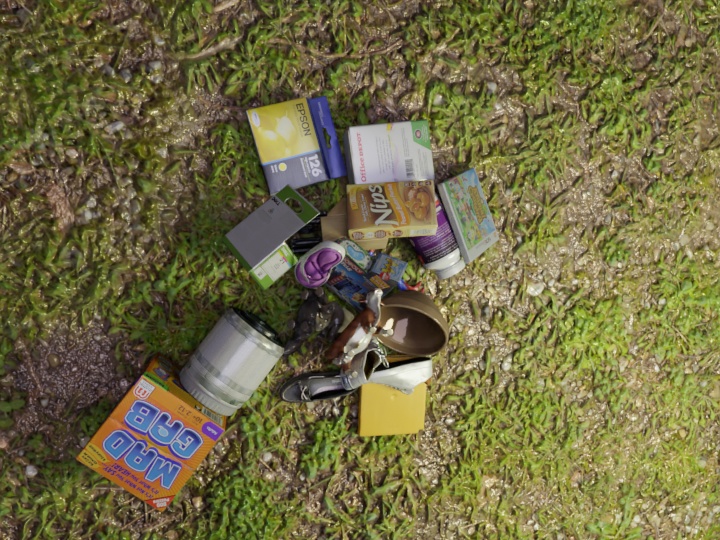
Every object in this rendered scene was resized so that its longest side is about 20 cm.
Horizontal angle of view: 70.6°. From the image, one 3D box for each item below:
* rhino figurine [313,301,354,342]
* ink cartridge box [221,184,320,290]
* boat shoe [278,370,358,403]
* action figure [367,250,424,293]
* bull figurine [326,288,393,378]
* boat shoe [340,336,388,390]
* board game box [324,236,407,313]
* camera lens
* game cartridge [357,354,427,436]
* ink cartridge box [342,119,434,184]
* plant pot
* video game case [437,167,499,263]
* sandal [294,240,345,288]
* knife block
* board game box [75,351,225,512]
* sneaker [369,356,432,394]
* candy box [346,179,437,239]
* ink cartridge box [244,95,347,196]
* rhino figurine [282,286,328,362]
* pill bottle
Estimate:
[{"bbox_3d":[-0.066,0.118,1.168,0.059,0.200,0.088,15,79,22],"label":"rhino figurine"},{"bbox_3d":[-0.189,-0.078,1.139,0.200,0.148,0.076,-41,141,-9],"label":"ink cartridge box"},{"bbox_3d":[-0.098,0.282,1.233,0.198,0.057,0.068,-9,97,-13],"label":"boat shoe"},{"bbox_3d":[0.073,-0.014,1.248,0.199,0.065,0.100,22,106,-14],"label":"action figure"},{"bbox_3d":[0.002,0.135,1.100,0.065,0.121,0.201,36,90,-22],"label":"bull figurine"},{"bbox_3d":[0.026,0.201,1.169,0.085,0.202,0.075,-17,99,23],"label":"boat shoe"},{"bbox_3d":[0.000,0.000,1.155,0.200,0.199,0.062,41,53,-19],"label":"board game box"},{"bbox_3d":[-0.280,0.196,1.131,0.160,0.160,0.201,38,84,-13],"label":"camera lens"},{"bbox_3d":[0.081,0.316,1.294,0.175,0.032,0.202,2,95,-14],"label":"game cartridge"},{"bbox_3d":[0.066,-0.274,1.224,0.198,0.084,0.146,-9,95,-13],"label":"ink cartridge box"},{"bbox_3d":[0.121,0.114,1.234,0.200,0.201,0.093,33,49,-13],"label":"plant pot"},{"bbox_3d":[0.272,-0.141,1.261,0.182,0.022,0.201,-31,102,-48],"label":"video game case"},{"bbox_3d":[-0.099,-0.002,1.113,0.082,0.203,0.050,24,56,-11],"label":"sandal"},{"bbox_3d":[-0.058,-0.072,1.188,0.200,0.064,0.176,38,74,9],"label":"knife block"},{"bbox_3d":[-0.427,0.331,1.084,0.200,0.200,0.200,39,85,-13],"label":"board game box"},{"bbox_3d":[0.085,0.268,1.237,0.198,0.073,0.086,-5,94,-14],"label":"sneaker"},{"bbox_3d":[0.069,-0.137,1.147,0.198,0.055,0.116,-3,70,0],"label":"candy box"},{"bbox_3d":[-0.146,-0.296,1.194,0.198,0.047,0.199,-17,97,-10],"label":"ink cartridge box"},{"bbox_3d":[-0.135,0.129,1.204,0.059,0.087,0.201,25,88,14],"label":"rhino figurine"},{"bbox_3d":[0.178,-0.083,1.248,0.112,0.112,0.201,-30,100,-10],"label":"pill bottle"}]
